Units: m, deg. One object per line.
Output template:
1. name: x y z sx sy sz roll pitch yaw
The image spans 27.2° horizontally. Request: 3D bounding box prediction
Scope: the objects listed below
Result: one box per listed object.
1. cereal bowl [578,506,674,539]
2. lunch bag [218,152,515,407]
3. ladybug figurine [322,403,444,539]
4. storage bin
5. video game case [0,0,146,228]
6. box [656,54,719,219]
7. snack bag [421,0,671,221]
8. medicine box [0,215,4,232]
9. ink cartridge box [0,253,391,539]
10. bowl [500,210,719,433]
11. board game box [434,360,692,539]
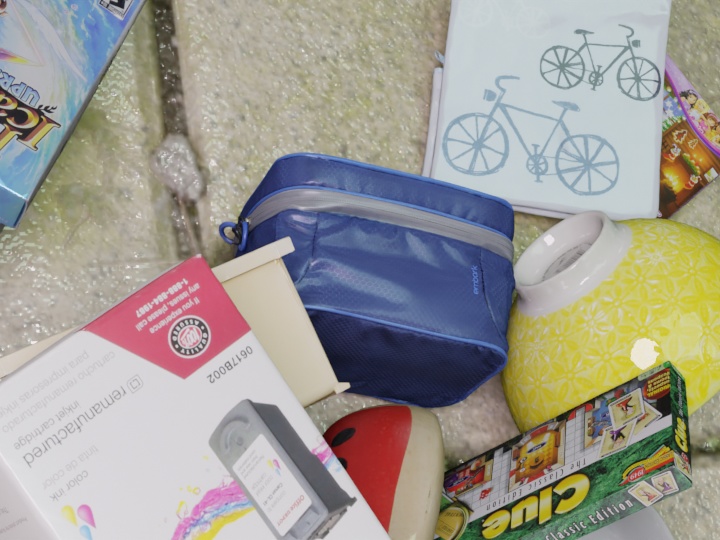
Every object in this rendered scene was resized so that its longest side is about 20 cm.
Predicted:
1. cereal bowl: 0.134 0.239 0.981 0.199 0.083 0.201 12 72 -41
2. lunch bag: 0.000 0.000 1.005 0.199 0.136 0.133 13 63 -18
3. ladybug figurine: 0.000 0.153 0.926 0.072 0.136 0.200 23 23 -7
4. storage bin: -0.144 0.084 0.850 0.199 0.198 0.094 -25 88 -38
5. video game case: -0.249 -0.151 0.886 0.199 0.045 0.182 29 61 -11
6. box: 0.205 -0.135 1.215 0.137 0.039 0.200 -37 87 -32
7. snack bag: 0.146 -0.140 1.156 0.187 0.021 0.201 8 80 -8
8. medicine box: -0.286 -0.107 0.937 0.182 0.103 0.201 29 60 -12
9. ink cartridge box: -0.086 0.117 0.699 0.147 0.086 0.200 -37 93 -38
10. bowl: 0.165 0.024 1.020 0.108 0.200 0.200 51 56 -18
11. board game box: 0.112 0.134 0.921 0.023 0.199 0.105 48 27 -23
